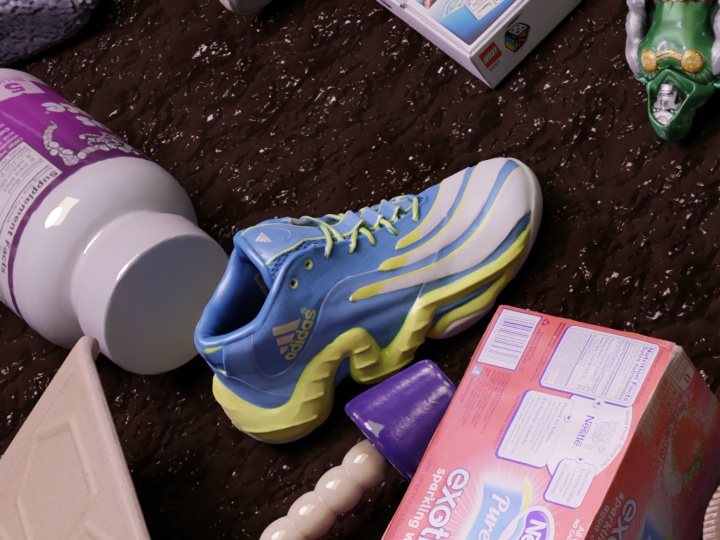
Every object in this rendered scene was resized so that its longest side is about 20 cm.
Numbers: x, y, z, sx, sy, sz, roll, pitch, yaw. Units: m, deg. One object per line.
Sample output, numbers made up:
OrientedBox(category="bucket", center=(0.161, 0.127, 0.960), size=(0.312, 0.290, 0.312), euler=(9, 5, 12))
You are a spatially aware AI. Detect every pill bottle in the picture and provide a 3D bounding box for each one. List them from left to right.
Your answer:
OrientedBox(category="pill bottle", center=(-0.157, -0.024, 1.484), size=(0.112, 0.112, 0.200), euler=(-48, 47, -7))

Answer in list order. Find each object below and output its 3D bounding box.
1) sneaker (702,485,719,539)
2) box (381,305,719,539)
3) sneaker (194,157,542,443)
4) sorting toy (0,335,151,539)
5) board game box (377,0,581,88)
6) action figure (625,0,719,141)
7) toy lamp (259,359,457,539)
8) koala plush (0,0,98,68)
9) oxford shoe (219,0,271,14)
OrientedBox(category="sneaker", center=(0.192, 0.156, 1.177), size=(0.070, 0.109, 0.200), euler=(-14, 21, 26))
OrientedBox(category="box", center=(0.080, 0.129, 1.237), size=(0.102, 0.095, 0.200), euler=(11, 65, 37))
OrientedBox(category="sneaker", center=(0.000, 0.000, 1.374), size=(0.200, 0.105, 0.076), euler=(-43, 46, -2))
OrientedBox(category="sorting toy", center=(-0.153, 0.161, 1.357), size=(0.185, 0.036, 0.200), euler=(-54, 36, 31))
OrientedBox(category="board game box", center=(0.101, -0.204, 1.509), size=(0.200, 0.035, 0.126), euler=(-44, 46, -4))
OrientedBox(category="action figure", center=(0.169, -0.165, 1.392), size=(0.118, 0.055, 0.201), euler=(1, 83, 37))
OrientedBox(category="toy lamp", center=(-0.028, 0.122, 1.337), size=(0.200, 0.058, 0.058), euler=(-41, 46, -2))
OrientedBox(category="koala plush", center=(-0.277, -0.227, 1.672), size=(0.183, 0.177, 0.201), euler=(-28, 51, 25))
OrientedBox(category="oxford shoe", center=(-0.001, -0.215, 1.558), size=(0.200, 0.075, 0.058), euler=(-40, 61, -2))
